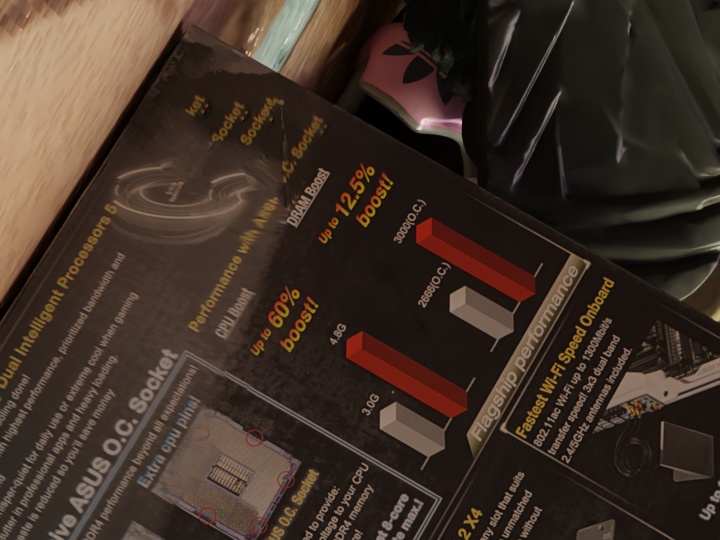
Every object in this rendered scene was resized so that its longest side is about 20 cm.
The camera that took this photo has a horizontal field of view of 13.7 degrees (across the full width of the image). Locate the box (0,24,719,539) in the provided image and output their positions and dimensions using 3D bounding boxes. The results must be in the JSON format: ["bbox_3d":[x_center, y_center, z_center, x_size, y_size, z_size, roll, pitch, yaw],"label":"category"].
[{"bbox_3d":[-0.016,0.077,0.566,0.201,0.157,0.050,-59,174,-16],"label":"box"}]

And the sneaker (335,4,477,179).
[{"bbox_3d":[0.000,0.000,0.844,0.082,0.070,0.201,-31,150,-45],"label":"sneaker"}]

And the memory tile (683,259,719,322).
[{"bbox_3d":[0.080,-0.061,0.801,0.154,0.017,0.201,-119,-147,-49],"label":"memory tile"}]

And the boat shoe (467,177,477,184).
[{"bbox_3d":[0.005,0.025,0.730,0.200,0.062,0.075,-8,136,-57],"label":"boat shoe"}]

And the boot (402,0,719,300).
[{"bbox_3d":[0.052,-0.100,0.676,0.168,0.076,0.201,-100,-168,-75],"label":"boot"}]
